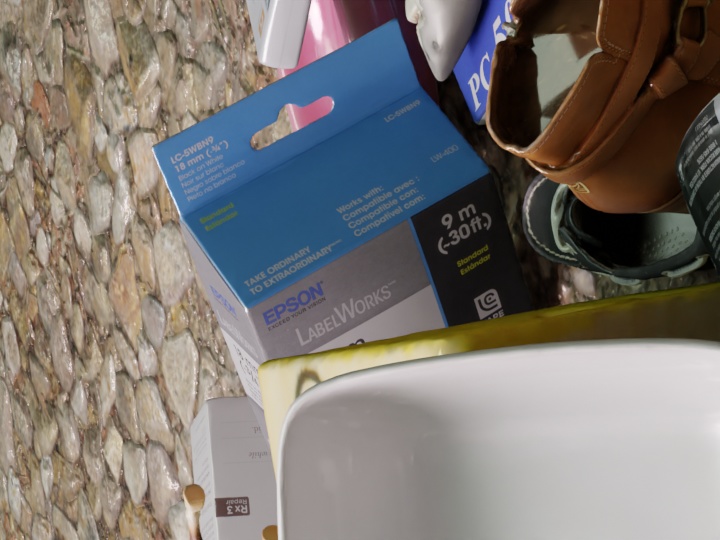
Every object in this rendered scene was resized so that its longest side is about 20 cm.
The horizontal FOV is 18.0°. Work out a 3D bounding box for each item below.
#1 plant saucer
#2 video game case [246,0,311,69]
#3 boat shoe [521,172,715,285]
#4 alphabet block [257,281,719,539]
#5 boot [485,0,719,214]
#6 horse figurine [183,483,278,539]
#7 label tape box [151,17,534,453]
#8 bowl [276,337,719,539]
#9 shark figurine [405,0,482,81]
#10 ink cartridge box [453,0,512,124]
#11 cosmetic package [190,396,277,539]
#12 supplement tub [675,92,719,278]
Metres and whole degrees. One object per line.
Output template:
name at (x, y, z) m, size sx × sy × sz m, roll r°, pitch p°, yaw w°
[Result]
plant saucer at (-0.003, -0.112, 1.229) m, size 0.200 × 0.051 × 0.202 m, roll 165°, pitch 90°, yaw -78°
video game case at (-0.033, -0.229, 1.120) m, size 0.182 × 0.023 × 0.201 m, roll -106°, pitch 25°, yaw -56°
boat shoe at (0.122, -0.027, 1.040) m, size 0.200 × 0.060 × 0.074 m, roll 9°, pitch 106°, yaw 62°
alphabet block at (0.089, 0.118, 1.003) m, size 0.195 × 0.196 × 0.201 m, roll -10°, pitch 90°, yaw 61°
boot at (0.120, -0.121, 0.877) m, size 0.073 × 0.154 × 0.201 m, roll 11°, pitch 90°, yaw 36°
horse figurine at (-0.029, 0.181, 0.978) m, size 0.200 × 0.050 × 0.133 m, roll 52°, pitch 154°, yaw 34°
label tape box at (0.000, 0.000, 1.125) m, size 0.063 × 0.144 × 0.201 m, roll 41°, pitch 156°, yaw 54°
bowl at (0.076, 0.126, 0.834) m, size 0.199 × 0.075 × 0.201 m, roll -6°, pitch 89°, yaw 19°
shark figurine at (0.037, -0.179, 1.019) m, size 0.089 × 0.214 × 0.129 m, roll 10°, pitch 78°, yaw 23°
ink cartridge box at (0.092, -0.165, 1.073) m, size 0.094 × 0.044 × 0.200 m, roll 69°, pitch 151°, yaw 25°
cosmetic package at (-0.034, 0.175, 1.309) m, size 0.081 × 0.112 × 0.201 m, roll 122°, pitch 142°, yaw -69°
supplement tub at (0.205, 0.019, 0.825) m, size 0.201 × 0.122 × 0.123 m, roll 68°, pitch 150°, yaw 22°
